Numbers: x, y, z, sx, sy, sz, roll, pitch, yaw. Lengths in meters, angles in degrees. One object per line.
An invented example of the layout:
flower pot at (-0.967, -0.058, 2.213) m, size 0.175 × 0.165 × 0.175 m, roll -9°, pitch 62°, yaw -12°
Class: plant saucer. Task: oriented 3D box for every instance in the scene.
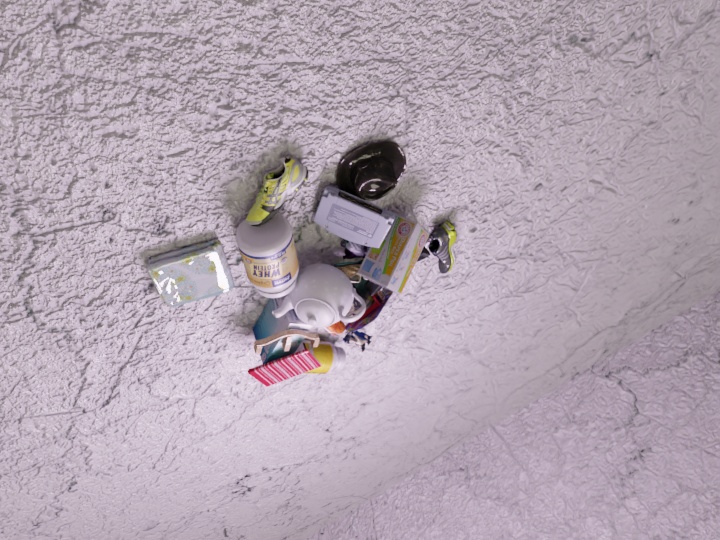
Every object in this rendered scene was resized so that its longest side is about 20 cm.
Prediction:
plant saucer at (0.040, 0.009, 1.754) m, size 0.069 × 0.019 × 0.201 m, roll 10°, pitch 129°, yaw -37°

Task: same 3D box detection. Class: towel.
towel at (-0.230, 0.296, 1.678) m, size 0.197 × 0.023 × 0.145 m, roll -21°, pitch 150°, yaw 4°
towel at (-0.445, 0.012, 1.452) m, size 0.197 × 0.049 × 0.173 m, roll -18°, pitch 142°, yaw -12°

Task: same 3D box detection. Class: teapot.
teapot at (-0.112, 0.090, 1.538) m, size 0.196 × 0.147 × 0.200 m, roll 34°, pitch 133°, yaw -18°

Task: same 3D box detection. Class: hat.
hat at (0.040, -0.237, 1.424) m, size 0.197 × 0.081 × 0.202 m, roll -16°, pitch 140°, yaw -14°

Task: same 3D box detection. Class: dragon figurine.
dragon figurine at (-0.013, 0.226, 1.918) m, size 0.059 × 0.099 × 0.200 m, roll -49°, pitch -178°, yaw 9°

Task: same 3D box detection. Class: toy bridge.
toy bridge at (-0.211, 0.200, 1.581) m, size 0.197 × 0.027 × 0.068 m, roll -3°, pitch 133°, yaw -27°

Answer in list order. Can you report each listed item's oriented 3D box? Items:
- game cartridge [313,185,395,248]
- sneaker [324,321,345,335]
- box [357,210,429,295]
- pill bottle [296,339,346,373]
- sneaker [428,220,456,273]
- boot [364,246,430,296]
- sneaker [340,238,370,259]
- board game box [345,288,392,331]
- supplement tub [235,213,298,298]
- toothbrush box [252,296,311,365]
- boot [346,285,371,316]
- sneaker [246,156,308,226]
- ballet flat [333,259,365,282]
game cartridge at (-0.021, -0.136, 1.461) m, size 0.197 × 0.041 × 0.134 m, roll 23°, pitch 134°, yaw -7°
sneaker at (-0.100, 0.155, 1.797) m, size 0.077 × 0.073 × 0.200 m, roll -47°, pitch 143°, yaw 6°
box at (0.096, -0.050, 1.567) m, size 0.101 × 0.111 × 0.203 m, roll 29°, pitch 86°, yaw -59°
pill bottle at (-0.151, 0.298, 1.893) m, size 0.198 × 0.112 × 0.112 m, roll 10°, pitch 130°, yaw -37°
sneaker at (0.253, -0.066, 1.747) m, size 0.080 × 0.074 × 0.202 m, roll -23°, pitch 135°, yaw -15°
boot at (0.114, -0.005, 1.711) m, size 0.200 × 0.066 × 0.164 m, roll -46°, pitch 162°, yaw 19°
sneaker at (-0.015, -0.097, 1.560) m, size 0.086 × 0.075 × 0.202 m, roll -13°, pitch 141°, yaw -9°
board game box at (0.017, 0.112, 1.756) m, size 0.157 × 0.201 × 0.039 m, roll -23°, pitch 112°, yaw 44°
supplement tub at (-0.237, -0.037, 1.438) m, size 0.142 × 0.146 × 0.202 m, roll -18°, pitch 141°, yaw -11°
toothbrush box at (-0.240, 0.172, 1.671) m, size 0.084 × 0.147 × 0.201 m, roll 7°, pitch 130°, yaw -36°
boot at (-0.060, 0.067, 1.711) m, size 0.154 × 0.203 × 0.074 m, roll 47°, pitch 70°, yaw -13°
sneaker at (-0.217, -0.195, 1.340) m, size 0.200 × 0.076 × 0.076 m, roll -48°, pitch 131°, yaw 9°
ballet flat at (0.000, 0.000, 1.633) m, size 0.197 × 0.070 × 0.067 m, roll -11°, pitch 98°, yaw -35°
